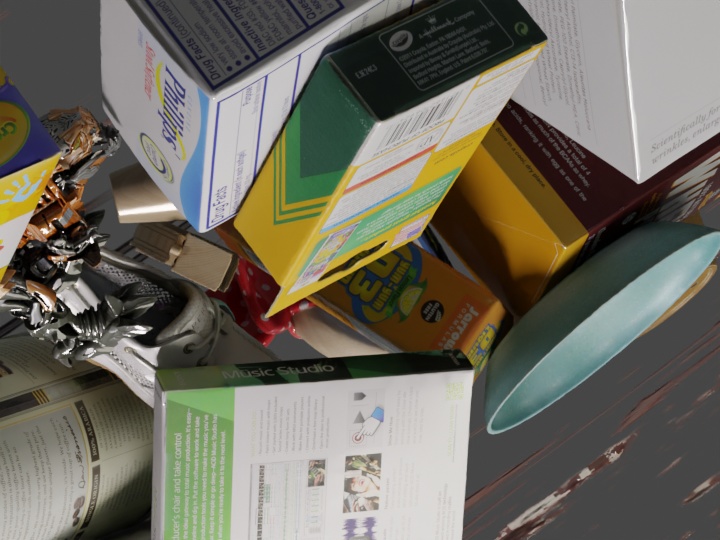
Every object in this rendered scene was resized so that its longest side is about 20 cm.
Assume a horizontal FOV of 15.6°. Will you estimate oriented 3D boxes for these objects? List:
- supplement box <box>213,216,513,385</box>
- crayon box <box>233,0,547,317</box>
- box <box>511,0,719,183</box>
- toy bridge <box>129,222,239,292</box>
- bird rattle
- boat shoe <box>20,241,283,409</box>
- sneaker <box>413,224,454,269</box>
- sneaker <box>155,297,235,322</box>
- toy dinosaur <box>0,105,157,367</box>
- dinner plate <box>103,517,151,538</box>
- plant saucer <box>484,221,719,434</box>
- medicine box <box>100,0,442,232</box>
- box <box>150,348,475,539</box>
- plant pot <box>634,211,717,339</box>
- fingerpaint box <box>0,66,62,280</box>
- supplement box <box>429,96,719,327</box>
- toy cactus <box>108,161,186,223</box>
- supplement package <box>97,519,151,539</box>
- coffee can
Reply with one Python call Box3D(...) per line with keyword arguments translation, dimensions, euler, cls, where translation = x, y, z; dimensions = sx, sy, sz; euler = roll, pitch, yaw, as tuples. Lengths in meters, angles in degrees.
Box3D(translation=(0.000, 0.000, 1.713), dimensions=(0.067, 0.199, 0.069), euler=(-55, 163, -7), cls="supplement box")
Box3D(translation=(0.009, -0.066, 1.442), dimensions=(0.125, 0.052, 0.200), euler=(-28, 162, -34), cls="crayon box")
Box3D(translation=(0.189, -0.198, 1.578), dimensions=(0.198, 0.131, 0.201), euler=(-31, 135, -22), cls="box")
Box3D(translation=(-0.113, -0.012, 1.679), dimensions=(0.200, 0.067, 0.027), euler=(132, -17, -89), cls="toy bridge")
Box3D(translation=(-0.011, 0.015, 1.870), dimensions=(0.113, 0.163, 0.200), euler=(-64, 165, 21), cls="bird rattle")
Box3D(translation=(-0.116, 0.039, 1.617), dimensions=(0.069, 0.199, 0.071), euler=(-42, -153, 49), cls="boat shoe")
Box3D(translation=(0.015, -0.004, 1.811), dimensions=(0.082, 0.201, 0.074), euler=(-31, -171, 7), cls="sneaker")
Box3D(translation=(-0.139, 0.083, 1.822), dimensions=(0.201, 0.139, 0.078), euler=(72, 30, -46), cls="sneaker")
Box3D(translation=(-0.201, -0.009, 1.500), dimensions=(0.200, 0.103, 0.135), euler=(-31, 146, 30), cls="toy dinosaur")
Box3D(translation=(-0.234, 0.168, 1.829), dimensions=(0.200, 0.200, 0.024), euler=(-26, 118, -39), cls="dinner plate")
Box3D(translation=(0.149, 0.029, 1.709), dimensions=(0.200, 0.036, 0.200), euler=(-38, 167, -10), cls="plant saucer")
Box3D(translation=(-0.033, -0.140, 1.422), dimensions=(0.199, 0.103, 0.182), euler=(-33, 165, -16), cls="medicine box")
Box3D(translation=(-0.031, 0.126, 1.630), dimensions=(0.199, 0.036, 0.145), euler=(-4, 112, -18), cls="box")
Box3D(translation=(0.174, -0.051, 1.997), dimensions=(0.186, 0.200, 0.186), euler=(-35, 166, -10), cls="plant pot")
Box3D(translation=(-0.268, -0.008, 1.328), dimensions=(0.199, 0.073, 0.167), euler=(-28, 163, -35), cls="fingerpaint box")
Box3D(translation=(0.134, -0.108, 1.728), dimensions=(0.200, 0.198, 0.133), euler=(-33, 165, -22), cls="supplement box")
Box3D(translation=(-0.071, -0.070, 1.597), dimensions=(0.164, 0.103, 0.200), euler=(-12, -178, -7), cls="toy cactus")
Box3D(translation=(-0.150, 0.231, 1.691), dimensions=(0.199, 0.118, 0.117), euler=(-19, -178, -35), cls="supplement package")
Box3D(translation=(-0.229, 0.119, 1.658), dimensions=(0.146, 0.147, 0.200), euler=(-47, 163, 32), cls="coffee can")
